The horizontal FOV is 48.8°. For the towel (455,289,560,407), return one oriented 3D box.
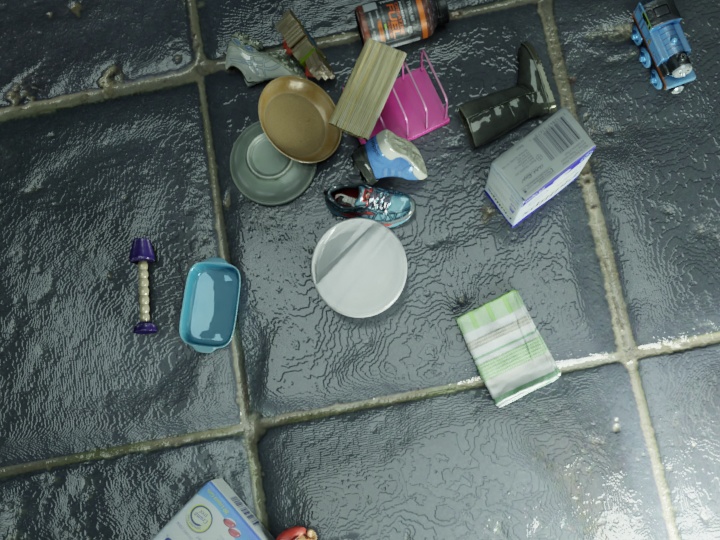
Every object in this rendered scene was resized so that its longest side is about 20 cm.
[{"bbox_3d":[0.298,0.156,1.610,0.148,0.031,0.202,-25,77,-1],"label":"towel"}]

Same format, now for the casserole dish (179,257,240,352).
[{"bbox_3d":[-0.314,0.075,1.681,0.119,0.039,0.203,5,79,7],"label":"casserole dish"}]

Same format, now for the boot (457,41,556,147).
[{"bbox_3d":[0.302,-0.378,1.704,0.197,0.073,0.184,-20,76,8],"label":"boot"}]

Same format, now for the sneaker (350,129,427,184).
[{"bbox_3d":[0.055,-0.220,1.644,0.110,0.199,0.078,-25,70,24],"label":"sneaker"}]

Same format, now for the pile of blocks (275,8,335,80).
[{"bbox_3d":[-0.129,-0.488,1.764,0.062,0.082,0.202,-36,68,16],"label":"pile of blocks"}]

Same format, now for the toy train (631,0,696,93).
[{"bbox_3d":[0.634,-0.472,1.660,0.085,0.114,0.203,-18,77,2],"label":"toy train"}]

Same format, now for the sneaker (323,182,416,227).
[{"bbox_3d":[0.017,-0.140,1.662,0.197,0.096,0.081,5,82,7],"label":"sneaker"}]

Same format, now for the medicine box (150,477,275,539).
[{"bbox_3d":[-0.294,0.546,1.552,0.182,0.103,0.200,44,85,12],"label":"medicine box"}]

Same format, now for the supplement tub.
[{"bbox_3d":[0.092,-0.549,1.731,0.197,0.107,0.108,-17,78,2],"label":"supplement tub"}]

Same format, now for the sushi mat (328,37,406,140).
[{"bbox_3d":[0.014,-0.371,1.622,0.095,0.012,0.202,23,85,12],"label":"sushi mat"}]

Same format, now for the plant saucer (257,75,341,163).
[{"bbox_3d":[-0.134,-0.319,1.705,0.198,0.035,0.203,10,69,-28],"label":"plant saucer"}]

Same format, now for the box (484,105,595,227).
[{"bbox_3d":[0.354,-0.201,1.588,0.183,0.200,0.105,-37,79,-3],"label":"box"}]

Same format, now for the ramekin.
[{"bbox_3d":[0.000,0.000,1.637,0.199,0.094,0.206,-1,79,5],"label":"ramekin"}]

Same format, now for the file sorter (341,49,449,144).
[{"bbox_3d":[0.073,-0.356,1.684,0.198,0.125,0.141,-25,78,0],"label":"file sorter"}]

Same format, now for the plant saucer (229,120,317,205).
[{"bbox_3d":[-0.193,-0.244,1.727,0.197,0.050,0.204,-1,78,6],"label":"plant saucer"}]

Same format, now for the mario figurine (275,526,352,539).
[{"bbox_3d":[-0.078,0.570,1.522,0.198,0.107,0.124,30,48,3],"label":"mario figurine"}]

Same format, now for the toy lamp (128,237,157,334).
[{"bbox_3d":[-0.465,0.031,1.694,0.057,0.058,0.203,-6,77,4],"label":"toy lamp"}]

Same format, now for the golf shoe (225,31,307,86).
[{"bbox_3d":[-0.212,-0.447,1.770,0.198,0.078,0.098,31,108,10],"label":"golf shoe"}]
